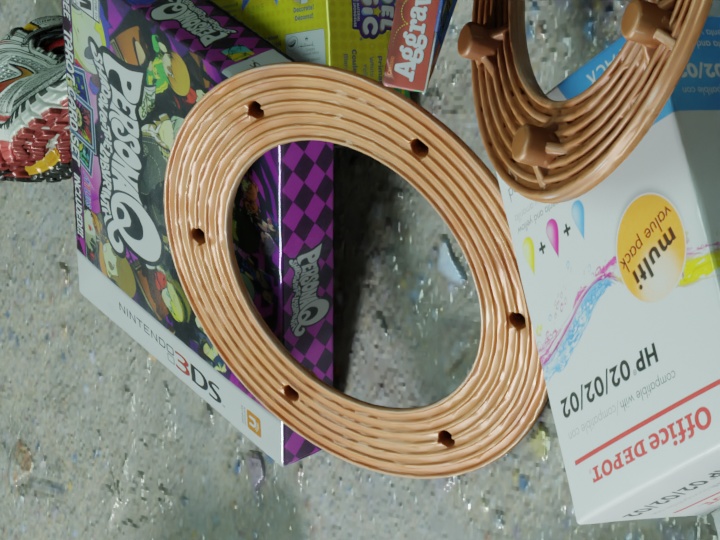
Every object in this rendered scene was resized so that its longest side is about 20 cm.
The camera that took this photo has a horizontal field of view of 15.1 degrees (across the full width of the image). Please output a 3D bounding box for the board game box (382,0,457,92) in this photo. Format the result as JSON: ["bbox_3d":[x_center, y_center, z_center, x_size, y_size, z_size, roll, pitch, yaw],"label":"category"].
[{"bbox_3d":[0.035,-0.147,1.071,0.200,0.019,0.103,-71,-9,-69],"label":"board game box"}]

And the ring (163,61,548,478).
[{"bbox_3d":[0.000,0.000,1.165,0.200,0.019,0.201,20,128,27],"label":"ring"}]

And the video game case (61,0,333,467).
[{"bbox_3d":[-0.077,-0.034,1.281,0.181,0.036,0.200,37,139,40],"label":"video game case"}]

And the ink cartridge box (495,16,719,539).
[{"bbox_3d":[0.123,0.020,1.000,0.115,0.068,0.200,-38,60,53],"label":"ink cartridge box"}]

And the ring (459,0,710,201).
[{"bbox_3d":[0.080,-0.124,0.974,0.200,0.019,0.201,-168,90,-70],"label":"ring"}]

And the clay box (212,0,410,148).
[{"bbox_3d":[-0.027,-0.156,1.253,0.115,0.048,0.201,-1,91,59],"label":"clay box"}]

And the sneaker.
[{"bbox_3d":[-0.164,-0.100,1.449,0.200,0.078,0.082,-15,78,57],"label":"sneaker"}]
